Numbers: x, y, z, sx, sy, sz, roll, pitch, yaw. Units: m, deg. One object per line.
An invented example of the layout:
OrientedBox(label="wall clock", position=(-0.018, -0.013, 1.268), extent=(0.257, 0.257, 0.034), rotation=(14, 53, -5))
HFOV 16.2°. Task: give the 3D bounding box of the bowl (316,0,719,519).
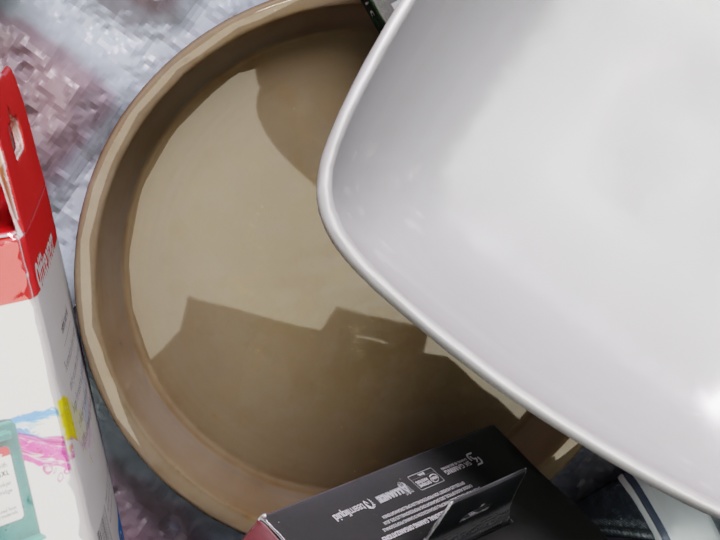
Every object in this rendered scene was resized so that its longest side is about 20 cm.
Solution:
OrientedBox(label="bowl", position=(0.102, -0.040, 0.797), extent=(0.200, 0.075, 0.200), rotation=(35, 85, -2))

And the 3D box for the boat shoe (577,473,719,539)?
OrientedBox(label="boat shoe", position=(0.116, 0.171, 0.900), extent=(0.091, 0.071, 0.201), rotation=(-28, 96, 2))

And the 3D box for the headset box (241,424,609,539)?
OrientedBox(label="headset box", position=(-0.011, 0.140, 0.806), extent=(0.075, 0.149, 0.200), rotation=(46, 118, 17))

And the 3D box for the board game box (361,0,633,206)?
OrientedBox(label="board game box", position=(0.035, -0.133, 0.844), extent=(0.105, 0.023, 0.200), rotation=(-31, 94, -11))

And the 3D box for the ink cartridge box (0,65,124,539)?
OrientedBox(label="ink cartridge box", position=(-0.125, 0.041, 0.828), extent=(0.067, 0.116, 0.201), rotation=(-12, 100, -2))

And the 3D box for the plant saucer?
OrientedBox(label="plant saucer", position=(0.000, 0.000, 0.880), extent=(0.199, 0.029, 0.201), rotation=(-1, 100, -6))
